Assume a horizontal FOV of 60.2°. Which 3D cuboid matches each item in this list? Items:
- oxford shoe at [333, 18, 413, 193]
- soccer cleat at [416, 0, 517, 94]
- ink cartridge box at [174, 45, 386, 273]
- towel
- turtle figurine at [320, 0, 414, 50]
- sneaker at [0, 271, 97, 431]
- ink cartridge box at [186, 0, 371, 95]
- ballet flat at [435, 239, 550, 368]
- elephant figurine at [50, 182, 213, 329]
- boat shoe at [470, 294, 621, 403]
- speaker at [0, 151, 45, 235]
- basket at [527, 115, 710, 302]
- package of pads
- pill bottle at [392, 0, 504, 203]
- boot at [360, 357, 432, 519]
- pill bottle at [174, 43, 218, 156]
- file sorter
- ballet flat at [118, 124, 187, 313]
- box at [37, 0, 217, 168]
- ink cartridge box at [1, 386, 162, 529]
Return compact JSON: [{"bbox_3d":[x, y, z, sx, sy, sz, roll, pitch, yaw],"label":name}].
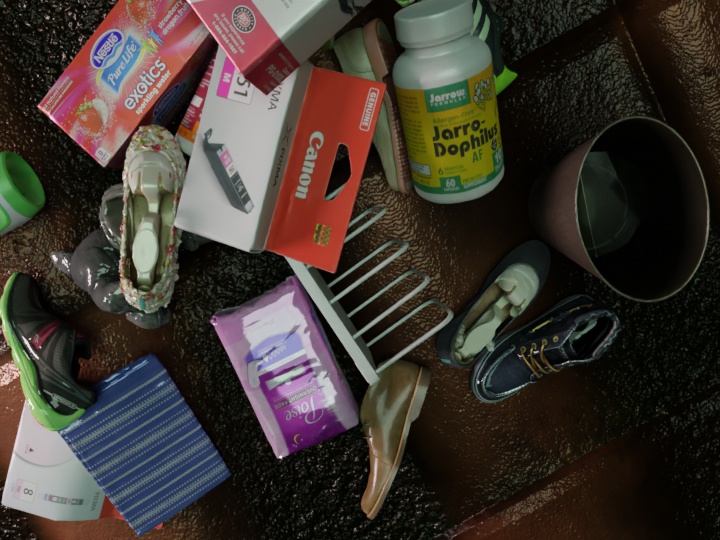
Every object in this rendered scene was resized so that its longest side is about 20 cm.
[{"bbox_3d":[0.020,-0.191,0.756,0.072,0.071,0.205,-9,100,25],"label":"oxford shoe"},{"bbox_3d":[0.124,-0.302,0.738,0.080,0.067,0.203,-32,109,-15],"label":"soccer cleat"},{"bbox_3d":[-0.082,-0.116,0.627,0.170,0.043,0.205,17,94,13],"label":"ink cartridge box"},{"bbox_3d":[-0.272,0.220,0.784,0.143,0.024,0.203,-30,108,-10],"label":"towel"},{"bbox_3d":[-0.015,-0.325,0.666,0.195,0.198,0.144,-50,120,-16],"label":"turtle figurine"},{"bbox_3d":[-0.372,0.091,0.746,0.082,0.077,0.203,-22,72,-24],"label":"sneaker"},{"bbox_3d":[-0.061,-0.283,0.545,0.199,0.084,0.146,-38,88,7],"label":"ink cartridge box"},{"bbox_3d":[0.175,0.047,0.782,0.073,0.073,0.200,43,93,-7],"label":"ballet flat"},{"bbox_3d":[-0.237,-0.049,0.728,0.154,0.141,0.203,28,92,-38],"label":"elephant figurine"},{"bbox_3d":[0.227,0.103,0.780,0.199,0.091,0.071,-38,97,3],"label":"boat shoe"},{"bbox_3d":[-0.479,-0.062,0.728,0.197,0.088,0.090,-27,98,1],"label":"speaker"},{"bbox_3d":[0.273,-0.070,0.705,0.133,0.200,0.185,-16,97,0],"label":"basket"},{"bbox_3d":[-0.091,0.119,0.775,0.118,0.076,0.204,-24,98,3],"label":"package of pads"},{"bbox_3d":[0.096,-0.189,0.693,0.110,0.114,0.204,-15,121,-1],"label":"pill bottle"},{"bbox_3d":[0.027,0.212,0.800,0.074,0.074,0.205,18,87,2],"label":"boot"},{"bbox_3d":[-0.125,-0.211,0.714,0.108,0.110,0.203,27,96,-6],"label":"pill bottle"},{"bbox_3d":[0.000,0.000,0.734,0.123,0.139,0.202,-34,98,0],"label":"file sorter"},{"bbox_3d":[-0.214,-0.060,0.645,0.074,0.064,0.206,-1,83,-12],"label":"ballet flat"},{"bbox_3d":[-0.255,-0.225,0.712,0.099,0.096,0.201,41,94,-6],"label":"box"},{"bbox_3d":[-0.337,0.242,0.793,0.195,0.057,0.166,18,96,0],"label":"ink cartridge box"}]
